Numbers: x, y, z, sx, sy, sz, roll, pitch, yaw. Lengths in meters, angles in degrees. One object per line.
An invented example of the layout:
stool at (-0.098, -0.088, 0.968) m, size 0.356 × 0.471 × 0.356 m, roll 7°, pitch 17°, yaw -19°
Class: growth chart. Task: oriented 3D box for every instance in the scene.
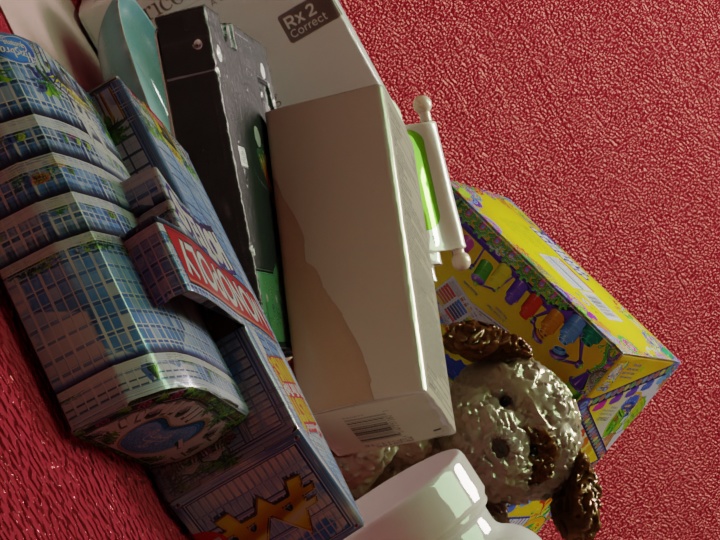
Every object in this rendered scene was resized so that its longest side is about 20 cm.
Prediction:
growth chart at (-0.006, -0.038, 1.187) m, size 0.018 × 0.199 × 0.145 m, roll -16°, pitch -85°, yaw 52°

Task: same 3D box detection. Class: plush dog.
plush dog at (0.075, 0.133, 1.221) m, size 0.201 × 0.171 × 0.160 m, roll 60°, pitch 2°, yaw 1°

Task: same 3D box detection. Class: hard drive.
hard drive at (-0.072, -0.047, 1.056) m, size 0.140 × 0.038 × 0.201 m, roll 10°, pitch 67°, yaw -78°

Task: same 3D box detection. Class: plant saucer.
plant saucer at (-0.121, -0.080, 1.121) m, size 0.200 × 0.027 × 0.201 m, roll -23°, pitch 90°, yaw -86°

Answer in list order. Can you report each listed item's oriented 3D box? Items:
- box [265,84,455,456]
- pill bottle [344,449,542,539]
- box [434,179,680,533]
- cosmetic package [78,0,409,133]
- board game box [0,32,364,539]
box at (0.000, 0.000, 1.068) m, size 0.095 × 0.077 × 0.201 m, roll 56°, pitch 24°, yaw -63°
pill bottle at (0.061, 0.194, 0.840) m, size 0.201 × 0.116 × 0.116 m, roll 58°, pitch 2°, yaw -2°
box at (0.096, 0.072, 1.347) m, size 0.200 × 0.193 × 0.122 m, roll 46°, pitch 17°, yaw 26°
cosmetic package at (-0.086, -0.156, 1.293) m, size 0.201 × 0.164 × 0.165 m, roll 59°, pitch 3°, yaw -19°
board game box at (-0.076, 0.021, 0.684) m, size 0.201 × 0.061 × 0.200 m, roll 61°, pitch 2°, yaw 16°
